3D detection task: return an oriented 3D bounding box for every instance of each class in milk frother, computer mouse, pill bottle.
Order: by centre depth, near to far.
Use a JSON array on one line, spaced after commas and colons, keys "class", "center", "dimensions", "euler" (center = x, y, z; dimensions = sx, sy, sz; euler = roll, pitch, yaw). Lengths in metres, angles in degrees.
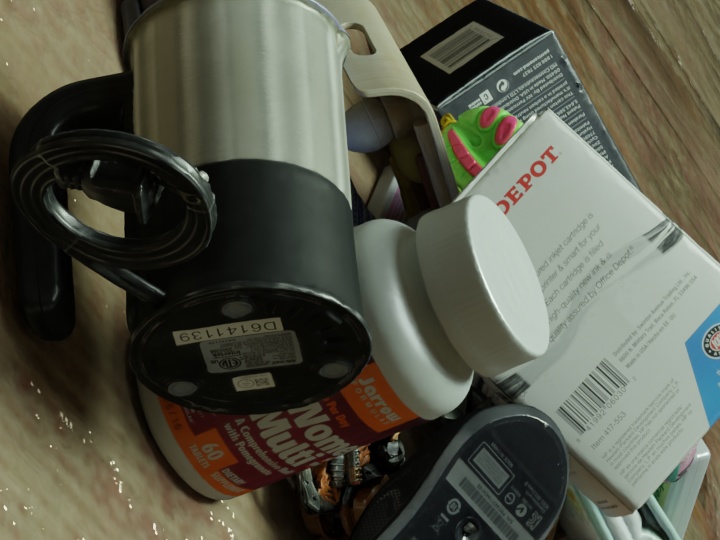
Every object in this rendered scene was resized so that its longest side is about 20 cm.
[{"class": "milk frother", "center": [-0.081, -0.060, 1.214], "dimensions": [0.200, 0.180, 0.188], "euler": [108, -19, -54]}, {"class": "pill bottle", "center": [-0.009, 0.039, 1.329], "dimensions": [0.110, 0.200, 0.110], "euler": [51, 25, -36]}, {"class": "computer mouse", "center": [0.032, 0.150, 1.404], "dimensions": [0.139, 0.200, 0.053], "euler": [53, -18, -22]}]

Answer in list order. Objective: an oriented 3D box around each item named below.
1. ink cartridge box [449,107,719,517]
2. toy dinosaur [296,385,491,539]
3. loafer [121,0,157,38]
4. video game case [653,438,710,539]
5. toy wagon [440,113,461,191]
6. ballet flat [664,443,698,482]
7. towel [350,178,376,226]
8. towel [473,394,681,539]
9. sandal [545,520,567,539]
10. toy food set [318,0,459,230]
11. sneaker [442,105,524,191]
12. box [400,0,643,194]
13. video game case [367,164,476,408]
[{"class": "ink cartridge box", "center": [0.129, 0.027, 1.504], "dimensions": [0.200, 0.146, 0.086], "euler": [43, -10, 2]}, {"class": "toy dinosaur", "center": [-0.002, 0.119, 1.461], "dimensions": [0.136, 0.102, 0.200], "euler": [-38, 141, -55]}, {"class": "loafer", "center": [-0.110, -0.189, 1.519], "dimensions": [0.072, 0.063, 0.200], "euler": [39, 34, -53]}, {"class": "video game case", "center": [0.175, 0.122, 1.752], "dimensions": [0.200, 0.022, 0.182], "euler": [99, -28, -48]}, {"class": "toy wagon", "center": [0.087, -0.017, 1.731], "dimensions": [0.200, 0.040, 0.155], "euler": [61, -6, -31]}, {"class": "ballet flat", "center": [0.169, 0.055, 1.636], "dimensions": [0.071, 0.069, 0.200], "euler": [92, -16, -49]}, {"class": "towel", "center": [0.000, 0.000, 1.562], "dimensions": [0.200, 0.024, 0.145], "euler": [61, 19, -67]}, {"class": "towel", "center": [0.141, 0.130, 1.679], "dimensions": [0.200, 0.048, 0.171], "euler": [61, -10, -21]}, {"class": "sandal", "center": [0.088, 0.152, 1.662], "dimensions": [0.078, 0.070, 0.212], "euler": [51, -12, 32]}, {"class": "toy food set", "center": [0.019, -0.065, 1.609], "dimensions": [0.144, 0.060, 0.200], "euler": [-115, -174, -57]}, {"class": "sneaker", "center": [0.129, -0.021, 1.608], "dimensions": [0.200, 0.077, 0.084], "euler": [56, 4, 19]}, {"class": "box", "center": [0.118, -0.082, 1.851], "dimensions": [0.200, 0.104, 0.148], "euler": [59, -7, -22]}, {"class": "video game case", "center": [0.058, 0.035, 1.774], "dimensions": [0.200, 0.018, 0.143], "euler": [61, 20, -17]}]
